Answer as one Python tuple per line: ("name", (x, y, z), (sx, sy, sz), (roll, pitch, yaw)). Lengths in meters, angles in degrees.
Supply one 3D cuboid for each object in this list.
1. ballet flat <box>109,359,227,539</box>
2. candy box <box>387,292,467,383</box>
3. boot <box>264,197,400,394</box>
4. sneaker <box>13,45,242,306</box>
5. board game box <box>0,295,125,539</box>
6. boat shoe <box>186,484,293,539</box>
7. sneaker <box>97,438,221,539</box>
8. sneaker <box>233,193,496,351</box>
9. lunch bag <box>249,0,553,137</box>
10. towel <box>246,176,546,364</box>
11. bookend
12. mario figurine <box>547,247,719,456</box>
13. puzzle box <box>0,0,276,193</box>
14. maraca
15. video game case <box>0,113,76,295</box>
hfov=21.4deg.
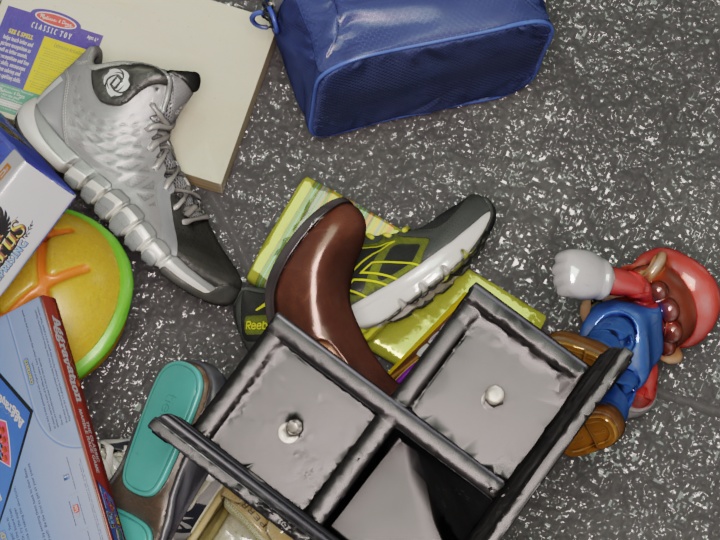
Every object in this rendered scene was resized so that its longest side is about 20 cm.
("ballet flat", (-0.132, 0.152, 1.189), (0.073, 0.073, 0.201), (27, 83, 7))
("candy box", (0.033, 0.107, 1.263), (0.200, 0.026, 0.102), (-46, 38, -7))
("boot", (0.023, 0.071, 1.187), (0.199, 0.068, 0.189), (24, 90, 27))
("sneaker", (-0.133, -0.076, 1.301), (0.200, 0.075, 0.116), (43, 95, 2))
("board game box", (-0.204, 0.127, 1.162), (0.103, 0.019, 0.201), (-26, 69, 19))
("boat shoe", (-0.075, 0.173, 1.177), (0.073, 0.063, 0.201), (46, 105, 16))
("sneaker", (-0.173, 0.137, 1.236), (0.198, 0.130, 0.080), (1, 76, 0))
("sneaker", (0.000, 0.000, 1.288), (0.200, 0.074, 0.085), (-35, 81, -3))
("lunch bag", (0.022, -0.187, 1.324), (0.199, 0.136, 0.133), (-13, 73, -12))
("towel", (0.024, 0.019, 1.333), (0.200, 0.018, 0.086), (30, 81, 7))
("bookend", (0.019, 0.076, 1.107), (0.198, 0.092, 0.200), (37, 83, 8))
("mario figurine", (0.161, 0.046, 1.260), (0.106, 0.124, 0.200), (35, 33, 11))
("puzzle box", (-0.171, -0.147, 1.372), (0.199, 0.025, 0.134), (18, 75, 4))
("maraca", (-0.241, 0.015, 1.288), (0.199, 0.107, 0.137), (14, 67, 29))
("video game case", (-0.279, -0.016, 1.233), (0.045, 0.200, 0.181), (37, 91, -31))
